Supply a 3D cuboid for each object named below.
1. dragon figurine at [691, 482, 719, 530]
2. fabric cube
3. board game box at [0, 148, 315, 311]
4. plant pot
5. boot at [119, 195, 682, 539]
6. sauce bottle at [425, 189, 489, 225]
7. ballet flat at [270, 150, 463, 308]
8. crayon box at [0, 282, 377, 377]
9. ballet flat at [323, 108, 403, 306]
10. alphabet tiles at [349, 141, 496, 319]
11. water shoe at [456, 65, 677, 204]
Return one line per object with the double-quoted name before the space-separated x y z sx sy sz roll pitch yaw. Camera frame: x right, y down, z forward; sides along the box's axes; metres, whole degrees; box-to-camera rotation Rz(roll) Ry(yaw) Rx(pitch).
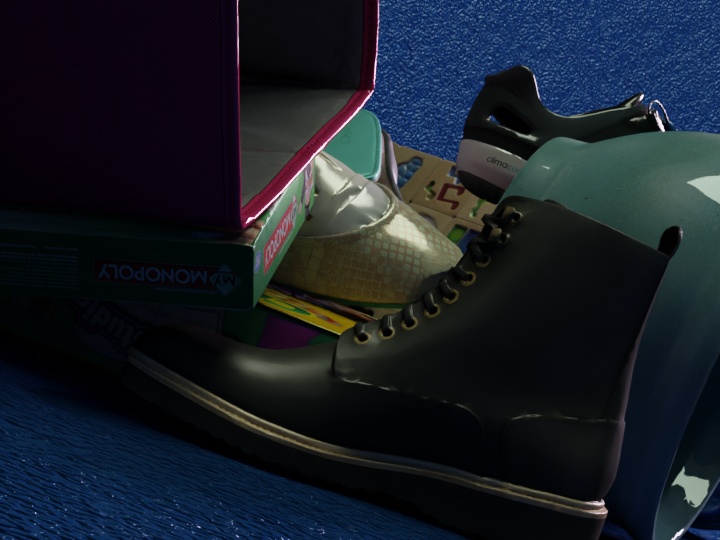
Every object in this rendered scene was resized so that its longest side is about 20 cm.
"dragon figurine" 0.184 0.113 1.133 0.200 0.100 0.059 -10 -15 31
"fabric cube" -0.112 -0.145 0.835 0.199 0.197 0.200 5 21 15
"board game box" -0.128 -0.026 0.833 0.199 0.029 0.135 4 20 8
"plant pot" 0.129 0.015 0.975 0.134 0.201 0.200 27 3 20
"boot" 0.017 0.019 0.805 0.199 0.139 0.077 18 2 -10
"sauce bottle" 0.092 0.016 1.219 0.066 0.066 0.200 20 -14 25
"ballet flat" -0.046 -0.033 0.953 0.200 0.062 0.067 14 42 24
"crayon box" -0.068 0.027 0.949 0.200 0.058 0.173 20 1 15
"ballet flat" -0.009 -0.022 1.073 0.073 0.073 0.200 20 24 -7
"alphabet tiles" 0.000 0.000 1.132 0.200 0.167 0.006 21 -25 39
"water shoe" 0.152 -0.053 1.079 0.199 0.079 0.071 17 -2 -12
